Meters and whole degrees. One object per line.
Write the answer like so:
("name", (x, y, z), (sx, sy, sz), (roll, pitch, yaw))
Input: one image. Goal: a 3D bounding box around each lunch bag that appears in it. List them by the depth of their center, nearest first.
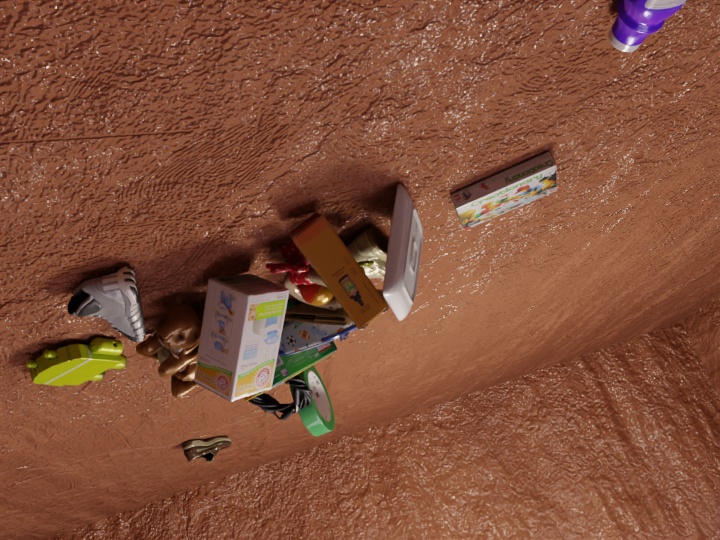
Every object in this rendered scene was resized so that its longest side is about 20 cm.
("lunch bag", (-0.084, 0.120, 1.671), (0.199, 0.076, 0.160), (-17, -179, 33))

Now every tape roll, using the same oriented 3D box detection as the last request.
("tape roll", (-0.133, 0.351, 2.100), (0.048, 0.201, 0.200), (-22, 160, 9))

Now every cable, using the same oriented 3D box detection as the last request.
("cable", (-0.219, 0.298, 1.947), (0.163, 0.051, 0.200), (-26, 116, 30))

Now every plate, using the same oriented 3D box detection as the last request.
("plate", (0.081, -0.026, 1.365), (0.032, 0.201, 0.200), (5, 164, 14))

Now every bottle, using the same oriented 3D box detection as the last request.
("bottle", (0.382, -0.363, 0.977), (0.083, 0.066, 0.200), (-14, 159, -15))

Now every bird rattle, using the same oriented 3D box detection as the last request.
("bird rattle", (-0.080, 0.028, 1.394), (0.199, 0.113, 0.163), (11, 152, -13))

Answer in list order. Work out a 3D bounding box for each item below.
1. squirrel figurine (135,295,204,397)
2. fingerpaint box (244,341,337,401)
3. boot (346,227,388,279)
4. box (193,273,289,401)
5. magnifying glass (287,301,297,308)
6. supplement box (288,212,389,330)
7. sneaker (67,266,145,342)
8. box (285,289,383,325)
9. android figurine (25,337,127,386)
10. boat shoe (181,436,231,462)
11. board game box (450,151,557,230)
("squirrel figurine", (-0.321, 0.118, 1.475), (0.199, 0.142, 0.187), (-26, 154, -30))
("fingerpaint box", (-0.178, 0.220, 1.810), (0.199, 0.074, 0.167), (-26, 174, -36))
("boot", (0.000, 0.000, 1.512), (0.155, 0.073, 0.200), (-27, 152, 14))
("box", (-0.216, 0.118, 1.388), (0.112, 0.101, 0.201), (-7, 112, -54))
("magnifying glass", (-0.229, 0.107, 1.652), (0.199, 0.022, 0.080), (-17, 159, -15))
("supplement box", (-0.037, 0.001, 1.295), (0.066, 0.200, 0.069), (-37, -167, -6))
("sneaker", (-0.428, 0.064, 1.289), (0.115, 0.075, 0.200), (-10, 148, -15))
("box", (-0.038, 0.070, 1.556), (0.163, 0.021, 0.200), (1, -166, 35))
("android figurine", (-0.555, 0.182, 1.493), (0.181, 0.041, 0.200), (-28, 159, 19))
("boat shoe", (-0.510, 0.606, 2.566), (0.075, 0.075, 0.202), (-34, 156, 32))
("board game box", (0.276, -0.149, 1.463), (0.199, 0.035, 0.126), (-24, 159, 8))
